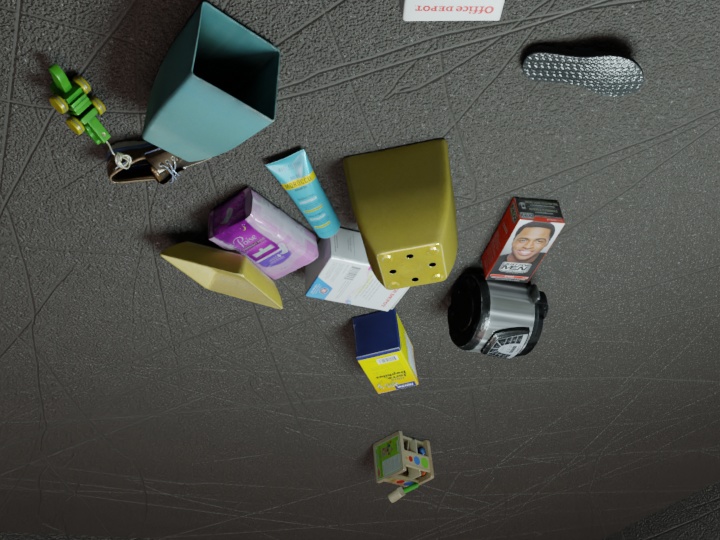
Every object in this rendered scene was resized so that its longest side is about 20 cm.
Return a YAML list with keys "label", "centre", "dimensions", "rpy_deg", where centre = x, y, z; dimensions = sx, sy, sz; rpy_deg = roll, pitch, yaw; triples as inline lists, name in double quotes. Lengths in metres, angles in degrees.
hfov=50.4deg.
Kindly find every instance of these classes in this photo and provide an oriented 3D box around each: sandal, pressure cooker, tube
- label: "sandal"
  centre: [0.358, -0.332, 1.226]
  dimensions: [0.197, 0.048, 0.076]
  rpy_deg: [11, 144, -1]
- label: "pressure cooker"
  centre: [0.313, 0.100, 1.697]
  dimensions: [0.197, 0.182, 0.176]
  rpy_deg: [9, -178, -21]
- label: "tube"
  centre: [-0.098, -0.142, 1.420]
  dimensions: [0.077, 0.051, 0.201]
  rpy_deg: [-22, 136, 10]

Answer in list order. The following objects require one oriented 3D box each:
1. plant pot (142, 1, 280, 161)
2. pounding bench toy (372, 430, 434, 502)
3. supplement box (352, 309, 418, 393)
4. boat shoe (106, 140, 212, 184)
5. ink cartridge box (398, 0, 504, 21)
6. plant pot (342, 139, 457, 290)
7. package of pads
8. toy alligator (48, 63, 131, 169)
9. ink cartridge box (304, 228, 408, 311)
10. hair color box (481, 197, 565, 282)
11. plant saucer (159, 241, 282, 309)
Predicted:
- label: "plant pot"
  centre: [-0.238, -0.260, 1.155]
  dimensions: [0.140, 0.143, 0.199]
  rpy_deg: [24, 142, -35]
- label: "pounding bench toy"
  centre: [0.142, 0.628, 2.373]
  dimensions: [0.155, 0.202, 0.124]
  rpy_deg: [25, 134, -35]
- label: "supplement box"
  centre: [0.061, 0.197, 1.847]
  dimensions: [0.108, 0.110, 0.201]
  rpy_deg: [-14, 143, 11]
- label: "boat shoe"
  centre: [-0.333, -0.183, 1.300]
  dimensions: [0.197, 0.073, 0.073]
  rpy_deg: [-11, 145, 7]
- label: "ink cartridge box"
  centre: [0.131, -0.436, 1.008]
  dimensions: [0.144, 0.085, 0.201]
  rpy_deg: [-2, 143, -6]
- label: "plant pot"
  centre: [0.084, -0.084, 1.387]
  dimensions: [0.191, 0.202, 0.197]
  rpy_deg: [-10, 144, 6]
- label: "package of pads"
  centre: [-0.185, -0.065, 1.480]
  dimensions: [0.120, 0.077, 0.199]
  rpy_deg: [-28, 139, 26]
- label: "toy alligator"
  centre: [-0.436, -0.242, 1.213]
  dimensions: [0.054, 0.059, 0.201]
  rpy_deg: [21, 151, 40]
- label: "ink cartridge box"
  centre: [0.000, 0.000, 1.589]
  dimensions: [0.197, 0.086, 0.145]
  rpy_deg: [13, 141, -22]
- label: "hair color box"
  centre: [0.330, -0.059, 1.575]
  dimensions: [0.100, 0.062, 0.201]
  rpy_deg: [3, 142, -11]
- label: "plant saucer"
  centre: [-0.265, 0.003, 1.516]
  dimensions: [0.197, 0.049, 0.200]
  rpy_deg: [14, 164, 23]
